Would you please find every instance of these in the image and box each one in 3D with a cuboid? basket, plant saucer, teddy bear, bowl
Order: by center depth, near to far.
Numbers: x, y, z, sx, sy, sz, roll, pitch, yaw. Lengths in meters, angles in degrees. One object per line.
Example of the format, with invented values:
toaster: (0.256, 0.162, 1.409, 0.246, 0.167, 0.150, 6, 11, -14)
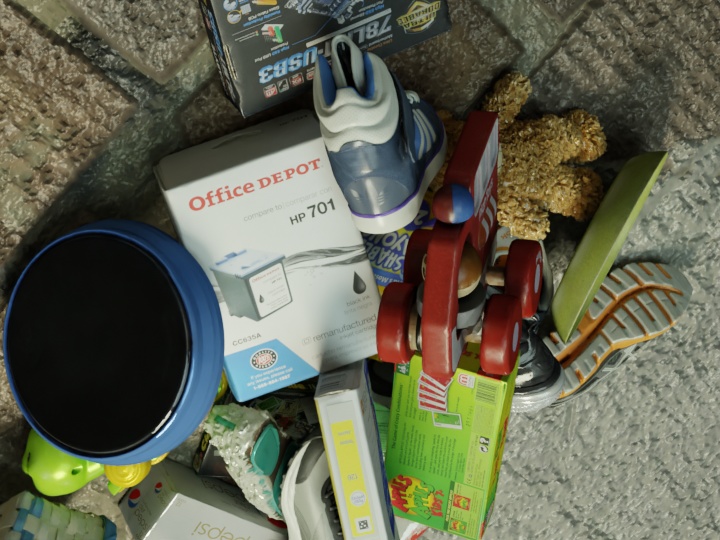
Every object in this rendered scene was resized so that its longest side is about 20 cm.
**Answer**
bowl: (-0.205, 0.059, 1.565, 0.201, 0.200, 0.039, -57, 159, 15)
basket: (-0.266, 0.289, 1.694, 0.176, 0.139, 0.200, -27, 122, 33)
teddy bear: (0.146, -0.097, 1.707, 0.200, 0.067, 0.146, 22, 86, -36)
plant saucer: (0.222, -0.027, 1.768, 0.031, 0.200, 0.201, 28, 110, 8)

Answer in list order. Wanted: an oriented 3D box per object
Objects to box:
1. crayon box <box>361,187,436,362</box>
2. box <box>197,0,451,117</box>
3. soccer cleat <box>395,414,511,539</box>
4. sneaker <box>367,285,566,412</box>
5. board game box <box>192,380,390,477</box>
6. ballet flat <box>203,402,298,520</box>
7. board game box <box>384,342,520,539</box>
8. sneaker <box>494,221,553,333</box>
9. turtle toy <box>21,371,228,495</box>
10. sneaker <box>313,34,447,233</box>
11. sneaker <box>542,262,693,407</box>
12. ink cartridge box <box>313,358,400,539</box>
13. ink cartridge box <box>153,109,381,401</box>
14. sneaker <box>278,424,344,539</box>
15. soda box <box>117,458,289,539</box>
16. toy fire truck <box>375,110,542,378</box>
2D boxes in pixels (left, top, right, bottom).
crayon box: (0.000, 0.000, 1.724, 0.125, 0.052, 0.200, 21, 110, -36)
box: (-0.035, -0.247, 1.545, 0.199, 0.050, 0.199, -24, 130, -12)
soccer cleat: (0.071, 0.185, 1.842, 0.200, 0.069, 0.085, -46, 167, -10)
sneaker: (0.083, 0.068, 1.753, 0.199, 0.076, 0.114, -1, 128, 25)
board game box: (-0.052, 0.152, 1.815, 0.199, 0.023, 0.105, 7, 116, -31)
ballet flat: (-0.096, 0.165, 1.741, 0.072, 0.072, 0.200, -31, 153, -6)
board game box: (0.078, 0.146, 1.731, 0.101, 0.048, 0.201, 16, 130, 13)
sneaker: (0.133, 0.033, 1.799, 0.078, 0.079, 0.201, -18, 128, -18)
turtle toy: (-0.203, 0.123, 1.656, 0.101, 0.146, 0.200, 44, 96, 0)
sneaker: (0.015, -0.138, 1.565, 0.080, 0.200, 0.147, -7, 121, 14)
sneaker: (0.238, 0.063, 1.885, 0.200, 0.078, 0.077, -33, 159, -12)
ink cartridge box: (0.001, 0.179, 1.645, 0.047, 0.198, 0.201, -9, 98, 1)
ink cartridge box: (-0.071, -0.013, 1.614, 0.146, 0.086, 0.201, -20, 113, -4)
sneaker: (-0.030, 0.232, 1.762, 0.074, 0.079, 0.201, -40, 136, -57)
soda box: (-0.125, 0.245, 1.811, 0.200, 0.064, 0.068, 27, 105, -38)
toy fire truck: (0.080, -0.017, 1.570, 0.112, 0.200, 0.169, 6, 125, 15)
